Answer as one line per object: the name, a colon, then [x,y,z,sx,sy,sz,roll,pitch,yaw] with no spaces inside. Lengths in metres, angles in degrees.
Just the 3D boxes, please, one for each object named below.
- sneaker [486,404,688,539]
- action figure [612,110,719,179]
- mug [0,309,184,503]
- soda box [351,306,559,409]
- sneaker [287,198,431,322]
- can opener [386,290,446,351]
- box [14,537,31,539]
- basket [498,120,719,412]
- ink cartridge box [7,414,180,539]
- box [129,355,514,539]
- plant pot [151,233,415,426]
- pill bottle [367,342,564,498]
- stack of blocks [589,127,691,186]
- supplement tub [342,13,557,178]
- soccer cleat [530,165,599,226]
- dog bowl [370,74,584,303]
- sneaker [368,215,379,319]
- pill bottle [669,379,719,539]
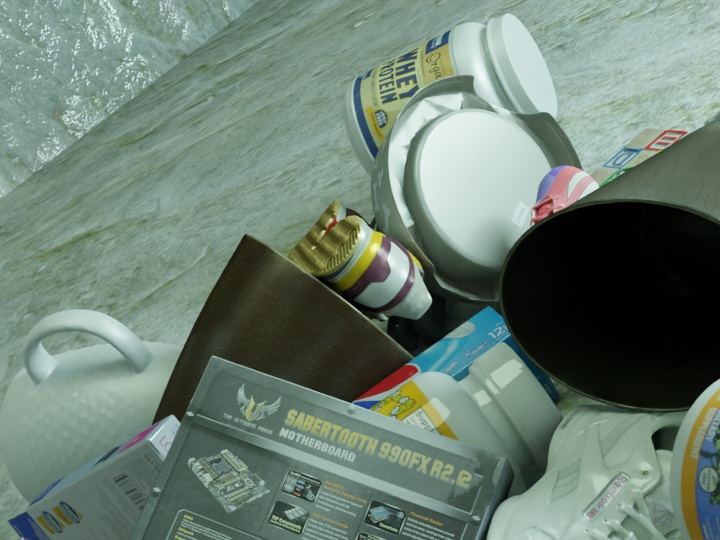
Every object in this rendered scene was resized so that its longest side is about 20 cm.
sneaker: [0.138,0.143,0.778,0.100,0.075,0.200,-12,30,41]
action figure: [0.272,-0.090,0.970,0.200,0.055,0.118,-23,25,33]
mug: [-0.216,0.116,1.183,0.175,0.200,0.148,-13,33,28]
soda box: [0.040,0.115,0.991,0.200,0.068,0.064,-35,21,-4]
sneaker: [0.000,0.000,1.084,0.075,0.090,0.200,-51,13,3]
can opener: [0.067,0.002,1.243,0.053,0.067,0.200,-23,36,27]
box: [-0.208,0.234,0.930,0.137,0.200,0.039,-23,59,26]
basket: [0.214,-0.015,0.861,0.180,0.136,0.200,-2,21,36]
ink cartridge box: [-0.171,0.195,1.017,0.200,0.119,0.042,-32,11,36]
box: [-0.029,0.157,0.804,0.200,0.048,0.159,17,72,17]
plant pot: [-0.078,0.107,1.071,0.200,0.187,0.187,-53,23,-6]
pill bottle: [0.036,0.137,0.886,0.200,0.113,0.113,-35,21,-3]
stack of blocks: [0.257,-0.051,1.055,0.115,0.059,0.200,-40,22,-15]
supplement tub: [0.097,-0.180,1.456,0.200,0.144,0.144,-23,23,25]
soccer cleat: [0.151,-0.012,1.018,0.067,0.076,0.200,-54,28,41]
dog bowl: [0.098,-0.063,1.140,0.200,0.200,0.059,-46,8,-31]
sneaker: [-0.016,0.007,1.206,0.200,0.084,0.077,-53,20,35]
pill bottle: [0.254,0.109,0.633,0.112,0.112,0.200,-43,22,-24]
